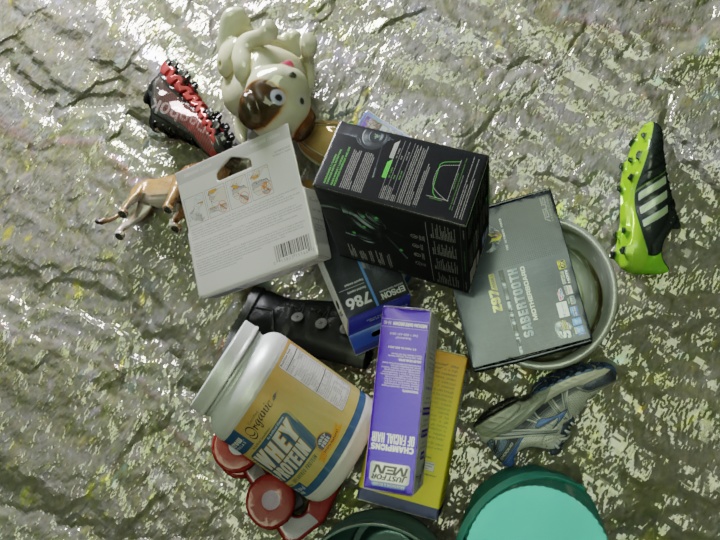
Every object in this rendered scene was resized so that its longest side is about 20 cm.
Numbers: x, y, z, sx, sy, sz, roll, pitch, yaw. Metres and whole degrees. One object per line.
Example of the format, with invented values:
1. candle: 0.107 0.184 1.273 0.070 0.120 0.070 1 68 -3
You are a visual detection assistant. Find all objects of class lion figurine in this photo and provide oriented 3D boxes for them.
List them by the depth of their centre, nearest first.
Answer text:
1. lion figurine: -0.296 -0.114 1.091 0.194 0.073 0.124 1 48 17

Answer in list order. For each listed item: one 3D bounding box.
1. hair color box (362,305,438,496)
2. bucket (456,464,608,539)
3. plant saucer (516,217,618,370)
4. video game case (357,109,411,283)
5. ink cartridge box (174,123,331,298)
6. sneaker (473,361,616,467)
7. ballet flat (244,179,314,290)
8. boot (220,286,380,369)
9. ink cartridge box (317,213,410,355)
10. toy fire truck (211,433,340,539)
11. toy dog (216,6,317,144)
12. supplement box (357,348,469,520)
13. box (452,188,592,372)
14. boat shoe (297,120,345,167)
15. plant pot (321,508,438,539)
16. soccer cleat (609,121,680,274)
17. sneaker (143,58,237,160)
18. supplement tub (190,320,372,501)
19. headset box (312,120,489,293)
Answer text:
1. hair color box: 0.050 0.151 0.852 0.063 0.109 0.206 4 81 11
2. bucket: 0.212 0.348 0.889 0.201 0.135 0.214 -2 80 9
3. plant saucer: 0.242 0.031 0.975 0.194 0.050 0.206 -2 80 11
4. video game case: 0.031 -0.095 1.038 0.179 0.045 0.203 33 89 15
5. ink cartridge box: -0.147 -0.075 0.974 0.196 0.044 0.181 -17 81 24
6. sneaker: 0.250 0.188 0.947 0.197 0.077 0.087 -31 86 12
7. ballet flat: -0.129 -0.046 1.022 0.069 0.063 0.201 48 112 23
8. boot: -0.081 0.109 0.996 0.194 0.066 0.168 12 58 10
9. ink cartridge box: 0.000 0.000 0.970 0.097 0.039 0.204 -21 78 -16
10. toy fire truck: -0.101 0.251 0.987 0.166 0.113 0.202 -33 76 -16
11. toy dog: -0.136 -0.256 1.013 0.196 0.137 0.201 -58 36 16
12. supplement box: 0.073 0.204 0.952 0.106 0.109 0.206 11 83 12
13. box: 0.196 0.014 0.935 0.154 0.051 0.206 -15 76 12
14. boat shoe: -0.003 -0.168 0.995 0.195 0.076 0.074 17 86 16
15. plant pot: 0.030 0.386 0.908 0.194 0.134 0.207 1 97 11
16. soccer cleat: 0.387 -0.094 0.967 0.079 0.068 0.206 11 84 -6
17. sneaker: -0.264 -0.225 1.101 0.097 0.071 0.202 -40 70 4
18. supplement tub: -0.094 0.170 0.890 0.198 0.145 0.146 35 88 -6
19. headset box: 0.049 -0.073 0.868 0.195 0.175 0.095 16 68 17
